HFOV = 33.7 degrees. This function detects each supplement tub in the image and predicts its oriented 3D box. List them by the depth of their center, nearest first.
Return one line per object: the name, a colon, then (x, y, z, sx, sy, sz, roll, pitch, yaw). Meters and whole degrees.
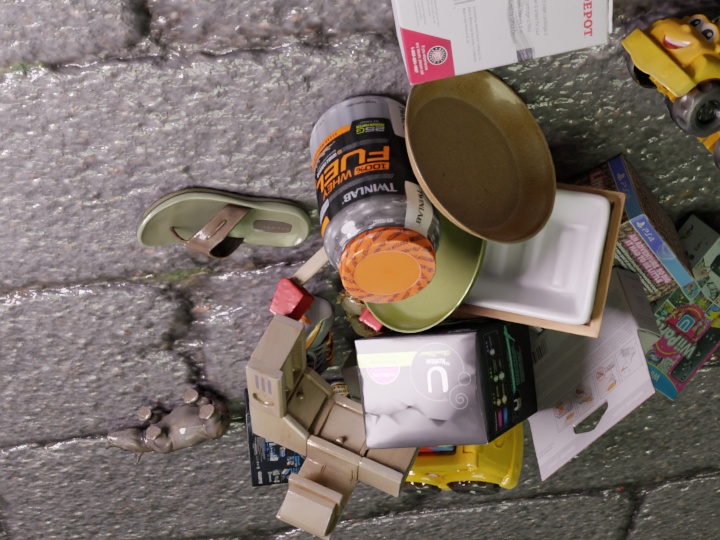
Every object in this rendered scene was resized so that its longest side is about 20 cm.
supplement tub: (0.016, -0.073, 1.230, 0.122, 0.201, 0.123, -6, 140, -5)

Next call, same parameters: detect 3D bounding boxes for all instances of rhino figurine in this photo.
rhino figurine: (-0.267, 0.220, 1.633, 0.199, 0.060, 0.087, -20, 150, 17)

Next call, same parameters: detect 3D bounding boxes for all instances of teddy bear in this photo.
teddy bear: (0.068, 0.035, 1.488, 0.199, 0.067, 0.145, -21, 135, 24)

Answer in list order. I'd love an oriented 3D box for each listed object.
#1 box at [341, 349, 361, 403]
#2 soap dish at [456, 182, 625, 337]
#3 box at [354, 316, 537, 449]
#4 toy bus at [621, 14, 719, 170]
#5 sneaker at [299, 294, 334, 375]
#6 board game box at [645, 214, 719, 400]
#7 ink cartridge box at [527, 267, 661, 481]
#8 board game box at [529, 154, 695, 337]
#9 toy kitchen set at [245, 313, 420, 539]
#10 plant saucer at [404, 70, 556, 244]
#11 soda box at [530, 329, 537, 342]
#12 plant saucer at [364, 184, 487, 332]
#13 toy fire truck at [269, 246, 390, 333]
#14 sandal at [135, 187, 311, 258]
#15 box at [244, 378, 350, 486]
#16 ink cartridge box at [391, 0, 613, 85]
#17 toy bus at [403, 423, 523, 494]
box: (0.082, 0.119, 1.543, 0.199, 0.082, 0.069, -17, 102, 16)
soap dish: (0.188, -0.020, 1.322, 0.199, 0.159, 0.081, 11, 179, 27)
box: (0.102, 0.122, 1.352, 0.148, 0.125, 0.200, -6, -178, 25)
toy bus: (0.395, -0.212, 1.211, 0.200, 0.136, 0.192, 32, 112, -36)
sneaker: (-0.066, 0.093, 1.516, 0.077, 0.079, 0.200, 7, 148, -19)
board game box: (0.406, 0.049, 1.505, 0.147, 0.064, 0.200, 30, 103, -39)
ink cartridge box: (0.267, 0.125, 1.383, 0.044, 0.177, 0.200, 17, 134, -29)
board game box: (0.270, -0.018, 1.429, 0.199, 0.097, 0.159, -28, 137, 21)
toy kitchen set: (-0.044, 0.194, 1.387, 0.199, 0.164, 0.181, 21, 149, 12)
plant saucer: (0.116, -0.115, 1.214, 0.199, 0.201, 0.035, 19, 149, -30)
soda box: (0.256, 0.079, 1.569, 0.199, 0.064, 0.068, -32, 136, 24)
plant saucer: (0.070, -0.030, 1.300, 0.031, 0.201, 0.200, 12, 137, -41)
toy fire truck: (0.000, 0.000, 1.396, 0.201, 0.141, 0.049, -57, 164, 2)
sandal: (-0.152, -0.046, 1.340, 0.199, 0.058, 0.080, 0, 139, -12)
box: (-0.083, 0.234, 1.698, 0.158, 0.046, 0.201, -5, 140, -6)
ink cartridge box: (0.127, -0.271, 1.109, 0.199, 0.084, 0.146, -12, 140, 2)
toy bus: (0.091, 0.222, 1.585, 0.199, 0.137, 0.192, -8, 161, 31)
